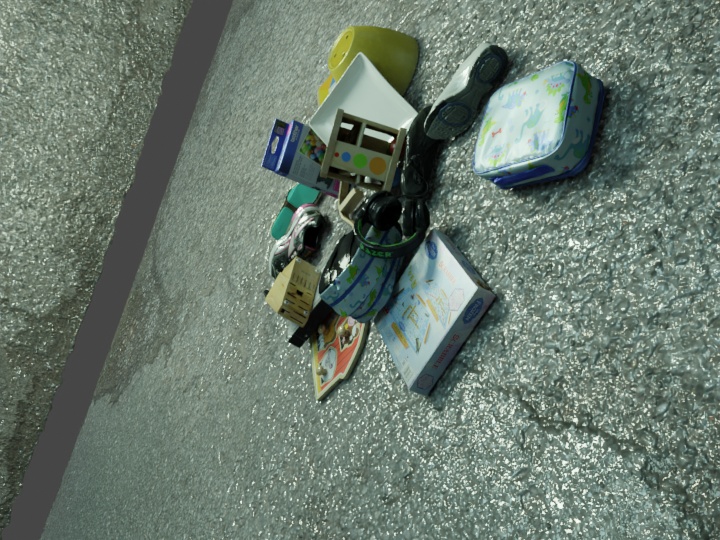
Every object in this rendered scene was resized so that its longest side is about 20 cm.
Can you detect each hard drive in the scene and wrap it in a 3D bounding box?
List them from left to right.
[{"bbox_3d":[-0.082,0.047,1.556,0.200,0.038,0.140,-51,20,30],"label":"hard drive"}]

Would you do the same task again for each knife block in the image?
[{"bbox_3d":[-0.159,0.063,1.579,0.176,0.063,0.202,-45,24,41],"label":"knife block"}]

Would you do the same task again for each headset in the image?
[{"bbox_3d":[0.065,-0.108,1.296,0.122,0.095,0.201,15,50,22],"label":"headset"}]

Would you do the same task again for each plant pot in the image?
[{"bbox_3d":[0.012,-0.455,1.661,0.200,0.141,0.202,-40,39,42],"label":"plant pot"}]

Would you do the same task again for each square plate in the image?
[{"bbox_3d":[0.008,-0.316,1.588,0.201,0.028,0.198,50,118,16],"label":"square plate"}]

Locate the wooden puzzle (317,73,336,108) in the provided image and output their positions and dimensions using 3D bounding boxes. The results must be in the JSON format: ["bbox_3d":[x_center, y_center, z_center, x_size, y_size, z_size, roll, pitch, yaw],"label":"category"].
[{"bbox_3d":[-0.058,-0.445,1.883,0.185,0.037,0.202,-42,38,40],"label":"wooden puzzle"}]

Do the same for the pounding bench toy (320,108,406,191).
[{"bbox_3d":[0.009,-0.228,1.509,0.200,0.154,0.126,-133,59,-85],"label":"pounding bench toy"}]

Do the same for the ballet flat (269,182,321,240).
[{"bbox_3d":[-0.153,-0.156,1.824,0.200,0.076,0.064,-48,0,23],"label":"ballet flat"}]

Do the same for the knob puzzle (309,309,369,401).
[{"bbox_3d":[-0.046,0.127,1.476,0.219,0.030,0.222,-40,39,41],"label":"knob puzzle"}]

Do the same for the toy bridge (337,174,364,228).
[{"bbox_3d":[-0.020,-0.144,1.604,0.067,0.027,0.202,-47,39,34],"label":"toy bridge"}]

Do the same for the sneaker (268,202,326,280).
[{"bbox_3d":[-0.141,-0.051,1.719,0.086,0.080,0.202,45,116,48],"label":"sneaker"}]

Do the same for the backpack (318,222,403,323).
[{"bbox_3d":[0.000,0.000,1.352,0.163,0.154,0.200,-39,-1,25],"label":"backpack"}]

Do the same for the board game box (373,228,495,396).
[{"bbox_3d":[0.113,0.064,1.234,0.201,0.041,0.201,-58,30,19],"label":"board game box"}]

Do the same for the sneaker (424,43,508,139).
[{"bbox_3d":[0.187,-0.322,1.362,0.200,0.074,0.087,-48,22,21],"label":"sneaker"}]

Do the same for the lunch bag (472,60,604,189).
[{"bbox_3d":[0.260,-0.207,1.126,0.199,0.082,0.163,-10,61,57],"label":"lunch bag"}]

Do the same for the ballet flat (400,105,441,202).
[{"bbox_3d":[0.111,-0.220,1.416,0.057,0.066,0.202,96,-170,-72],"label":"ballet flat"}]

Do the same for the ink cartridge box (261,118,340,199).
[{"bbox_3d":[-0.109,-0.249,1.664,0.042,0.198,0.121,-8,64,69],"label":"ink cartridge box"}]
